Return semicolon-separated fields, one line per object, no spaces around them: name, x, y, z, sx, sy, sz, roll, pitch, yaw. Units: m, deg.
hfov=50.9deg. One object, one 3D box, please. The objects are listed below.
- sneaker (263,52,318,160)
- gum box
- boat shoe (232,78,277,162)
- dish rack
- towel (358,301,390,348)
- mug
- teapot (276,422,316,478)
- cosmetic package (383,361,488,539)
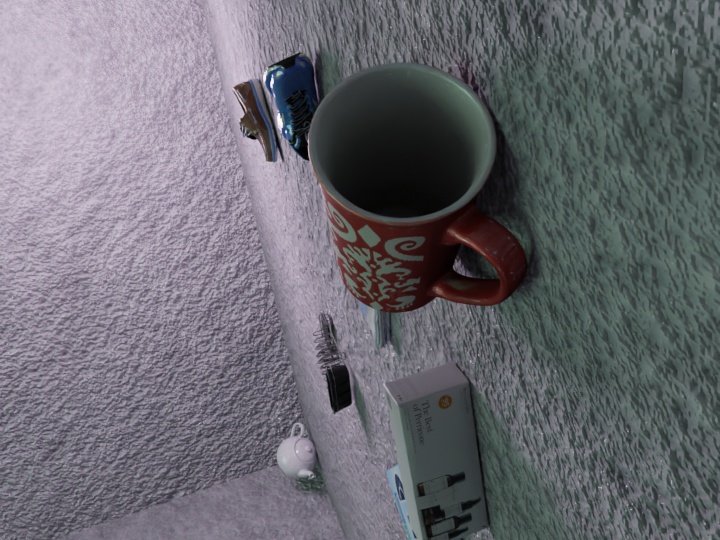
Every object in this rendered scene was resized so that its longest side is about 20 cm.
sneaker;-0.084;-0.233;1.104;0.089;0.078;0.200;61;173;25
gum box;0.095;0.362;1.102;0.200;0.044;0.171;103;149;-71
boat shoe;-0.242;-0.336;1.733;0.072;0.072;0.201;121;132;-76
dish rack;-0.068;0.196;1.674;0.154;0.054;0.201;88;163;-49
towel;0.000;0.000;1.116;0.147;0.024;0.201;87;163;-48
mug;0.036;-0.032;0.609;0.200;0.133;0.178;90;163;-66
teapot;-0.269;0.817;3.387;0.200;0.198;0.146;44;128;-3
cosmetic package;0.085;0.205;0.824;0.051;0.082;0.201;-133;28;-62
